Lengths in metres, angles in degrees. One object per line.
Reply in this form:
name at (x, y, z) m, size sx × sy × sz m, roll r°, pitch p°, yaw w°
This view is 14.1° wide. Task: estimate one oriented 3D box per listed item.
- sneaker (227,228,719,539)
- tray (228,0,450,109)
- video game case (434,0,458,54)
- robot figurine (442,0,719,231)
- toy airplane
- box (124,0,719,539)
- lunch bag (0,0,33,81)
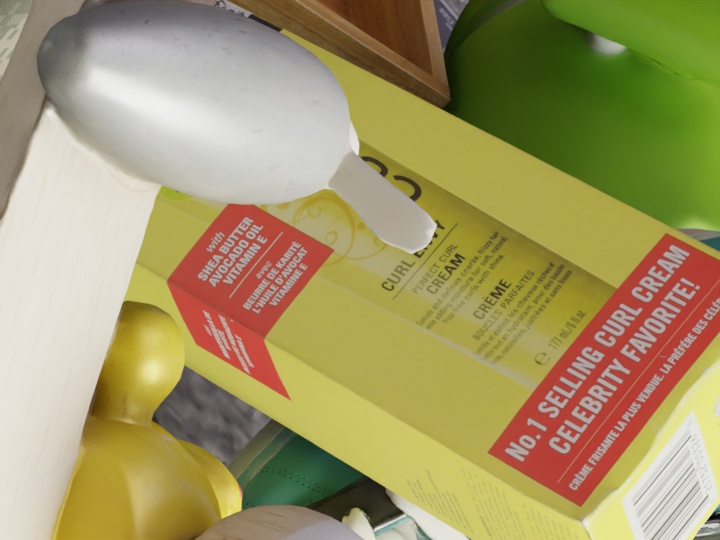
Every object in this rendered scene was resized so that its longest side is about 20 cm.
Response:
sneaker at (0.043, 0.045, 0.694) m, size 0.200 × 0.080 × 0.072 m, roll -32°, pitch 104°, yaw -25°
tray at (-0.062, -0.116, 0.818) m, size 0.200 × 0.037 × 0.099 m, roll 31°, pitch 33°, yaw -33°
video game case at (-0.048, -0.103, 0.882) m, size 0.200 × 0.023 × 0.182 m, roll 51°, pitch 29°, yaw -2°
robot figurine at (0.077, -0.018, 0.852) m, size 0.176 × 0.115 × 0.200 m, roll 79°, pitch 12°, yaw -49°
toy airplane at (-0.061, 0.045, 0.507) m, size 0.141 × 0.200 × 0.199 m, roll 17°, pitch 41°, yaw 10°
box at (0.000, 0.000, 0.671) m, size 0.200 × 0.075 × 0.050 m, roll 31°, pitch -20°, yaw 32°
lunch bag at (-0.103, -0.079, 0.590) m, size 0.118 × 0.200 × 0.164 m, roll 57°, pitch 30°, yaw 9°
